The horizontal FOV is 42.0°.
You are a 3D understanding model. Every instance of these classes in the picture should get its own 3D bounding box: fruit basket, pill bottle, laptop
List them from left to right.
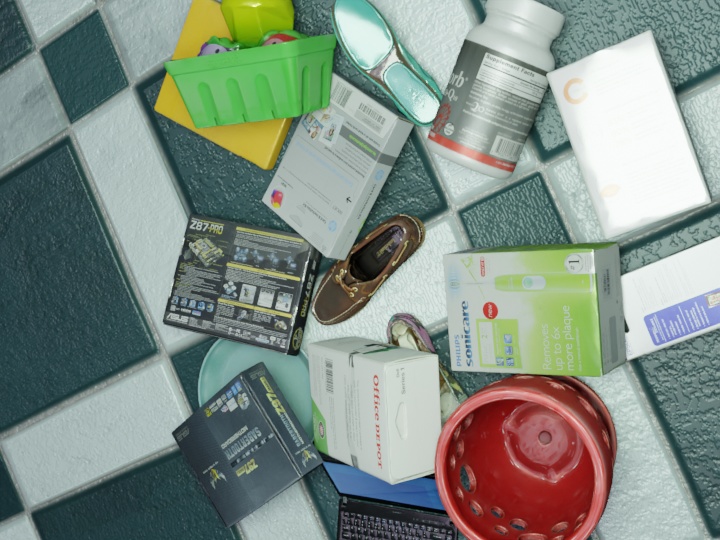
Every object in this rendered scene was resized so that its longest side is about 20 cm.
[{"bbox_3d":[-0.136,-0.295,1.193,0.213,0.155,0.219,9,110,24],"label":"fruit basket"},{"bbox_3d":[0.033,0.351,1.242,0.175,0.103,0.203,5,91,22],"label":"laptop"},{"bbox_3d":[0.164,-0.222,1.122,0.115,0.116,0.202,25,104,17],"label":"pill bottle"}]

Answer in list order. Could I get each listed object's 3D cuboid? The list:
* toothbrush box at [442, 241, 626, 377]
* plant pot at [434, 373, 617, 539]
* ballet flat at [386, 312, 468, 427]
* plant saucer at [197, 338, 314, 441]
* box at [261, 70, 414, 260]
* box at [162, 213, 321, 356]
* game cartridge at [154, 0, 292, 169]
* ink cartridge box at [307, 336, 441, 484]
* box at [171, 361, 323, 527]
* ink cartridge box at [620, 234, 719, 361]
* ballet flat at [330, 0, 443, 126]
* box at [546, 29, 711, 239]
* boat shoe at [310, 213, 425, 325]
[{"bbox_3d":[0.208,0.045,1.129,0.198,0.086,0.148,-1,96,37],"label":"toothbrush box"},{"bbox_3d":[0.204,0.219,1.119,0.198,0.182,0.204,3,97,20],"label":"plant pot"},{"bbox_3d":[0.088,0.148,1.217,0.069,0.071,0.202,-31,85,19],"label":"ballet flat"},{"bbox_3d":[-0.137,0.176,1.328,0.197,0.036,0.203,3,97,22],"label":"plant saucer"},{"bbox_3d":[-0.034,-0.139,1.221,0.156,0.041,0.202,39,108,37],"label":"box"},{"bbox_3d":[-0.163,0.018,1.293,0.197,0.049,0.164,10,85,20],"label":"box"},{"bbox_3d":[-0.174,-0.262,1.300,0.198,0.032,0.178,29,105,14],"label":"game cartridge"},{"bbox_3d":[0.016,0.170,1.186,0.199,0.083,0.148,7,102,59],"label":"ink cartridge box"},{"bbox_3d":[-0.158,0.240,1.272,0.200,0.051,0.159,-40,80,40],"label":"box"},{"bbox_3d":[0.387,0.026,1.103,0.198,0.039,0.101,-23,87,21],"label":"ink cartridge box"},{"bbox_3d":[0.033,-0.263,1.189,0.067,0.070,0.201,-39,93,9],"label":"ballet flat"},{"bbox_3d":[0.312,-0.154,1.081,0.123,0.097,0.203,-20,89,22],"label":"box"},{"bbox_3d":[0.000,0.000,1.237,0.070,0.070,0.200,46,111,10],"label":"boat shoe"}]
